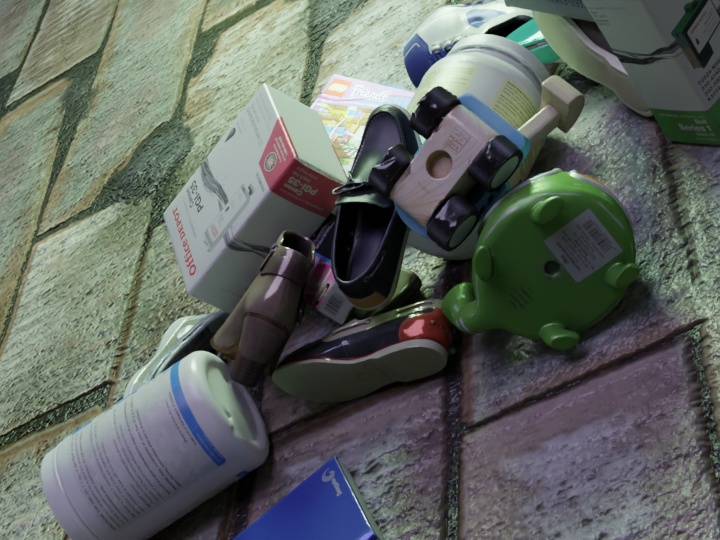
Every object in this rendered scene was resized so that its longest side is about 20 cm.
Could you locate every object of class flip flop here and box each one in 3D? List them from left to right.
[{"bbox_3d":[0.000,0.000,1.616,0.081,0.058,0.200,-41,30,-1],"label":"flip flop"}]

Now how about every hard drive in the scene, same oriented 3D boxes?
[{"bbox_3d":[-0.077,0.268,1.383,0.199,0.025,0.132,-39,30,3],"label":"hard drive"}]

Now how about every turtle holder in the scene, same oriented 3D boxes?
[{"bbox_3d":[0.165,-0.005,1.384,0.132,0.140,0.187,-75,6,-65],"label":"turtle holder"}]

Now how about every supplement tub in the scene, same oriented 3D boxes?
[{"bbox_3d":[-0.202,0.183,1.532,0.199,0.132,0.132,-33,31,11],"label":"supplement tub"},{"bbox_3d":[0.107,-0.128,1.576,0.144,0.145,0.201,-7,43,44],"label":"supplement tub"}]

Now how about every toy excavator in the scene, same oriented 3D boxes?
[{"bbox_3d":[0.119,-0.111,1.432,0.100,0.200,0.195,39,98,18],"label":"toy excavator"}]

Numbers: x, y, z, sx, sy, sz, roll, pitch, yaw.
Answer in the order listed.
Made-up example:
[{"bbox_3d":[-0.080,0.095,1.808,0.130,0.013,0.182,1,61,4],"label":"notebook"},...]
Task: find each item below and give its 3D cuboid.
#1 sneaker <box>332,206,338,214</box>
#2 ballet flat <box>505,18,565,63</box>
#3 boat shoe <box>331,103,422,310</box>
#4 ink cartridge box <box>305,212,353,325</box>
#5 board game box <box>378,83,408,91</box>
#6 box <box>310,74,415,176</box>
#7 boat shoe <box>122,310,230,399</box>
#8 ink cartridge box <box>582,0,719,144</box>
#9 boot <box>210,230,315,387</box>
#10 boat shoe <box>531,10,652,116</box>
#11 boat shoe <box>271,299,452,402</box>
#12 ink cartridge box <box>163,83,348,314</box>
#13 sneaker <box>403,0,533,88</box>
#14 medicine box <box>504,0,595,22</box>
[{"bbox_3d":[-0.103,-0.038,1.736,0.200,0.080,0.087,-33,29,52],"label":"sneaker"},{"bbox_3d":[0.248,-0.263,1.670,0.199,0.071,0.068,-29,28,26],"label":"ballet flat"},{"bbox_3d":[0.013,-0.065,1.451,0.074,0.062,0.202,2,75,31],"label":"boat shoe"},{"bbox_3d":[-0.033,-0.008,1.579,0.095,0.037,0.200,-59,17,-2],"label":"ink cartridge box"},{"bbox_3d":[-0.012,-0.133,1.817,0.157,0.039,0.201,-8,46,37],"label":"board game box"},{"bbox_3d":[0.021,-0.142,1.728,0.198,0.039,0.137,17,60,30],"label":"box"},{"bbox_3d":[-0.197,0.121,1.669,0.064,0.075,0.203,-22,28,36],"label":"boat shoe"},{"bbox_3d":[0.309,-0.240,1.438,0.146,0.200,0.084,-51,32,-17],"label":"ink cartridge box"},{"bbox_3d":[-0.090,0.031,1.542,0.200,0.070,0.147,-129,62,-76],"label":"boot"},{"bbox_3d":[0.254,-0.232,1.582,0.059,0.072,0.200,-37,50,-10],"label":"boat shoe"},{"bbox_3d":[0.002,0.077,1.493,0.198,0.071,0.063,-17,48,32],"label":"boat shoe"},{"bbox_3d":[-0.114,-0.072,1.646,0.200,0.082,0.147,-49,39,22],"label":"ink cartridge box"},{"bbox_3d":[0.132,-0.260,1.778,0.198,0.081,0.116,-22,27,27],"label":"sneaker"},{"bbox_3d":[0.263,-0.347,1.569,0.181,0.104,0.200,19,50,41],"label":"medicine box"}]
